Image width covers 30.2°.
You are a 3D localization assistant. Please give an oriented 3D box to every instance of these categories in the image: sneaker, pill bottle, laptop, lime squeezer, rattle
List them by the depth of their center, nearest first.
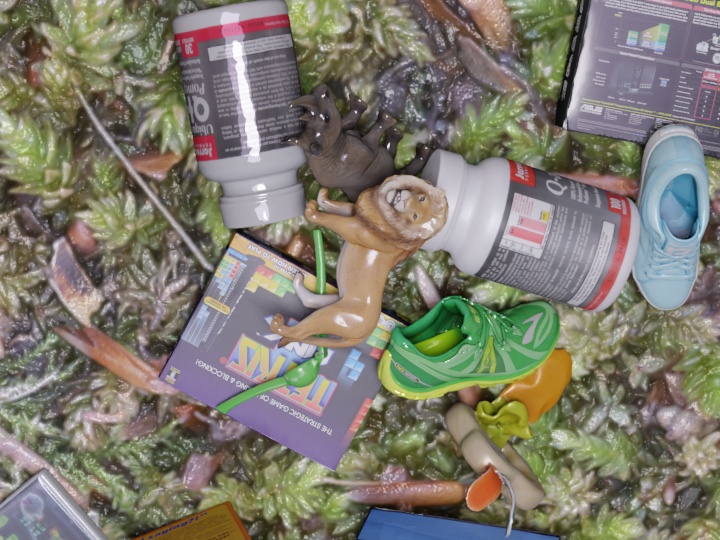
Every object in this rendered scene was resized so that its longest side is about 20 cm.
[{"bbox_3d":[-0.106,-0.146,1.246,0.110,0.111,0.202,-10,99,0],"label":"pill bottle"},{"bbox_3d":[0.159,0.158,1.256,0.142,0.200,0.131,-27,86,5],"label":"rattle"},{"bbox_3d":[0.153,-0.041,1.263,0.199,0.116,0.117,16,98,-9],"label":"pill bottle"},{"bbox_3d":[0.292,-0.033,1.266,0.073,0.082,0.201,-3,125,8],"label":"sneaker"},{"bbox_3d":[-0.059,0.064,1.271,0.070,0.038,0.201,33,99,26],"label":"lime squeezer"},{"bbox_3d":[0.112,0.066,1.276,0.199,0.074,0.084,-16,135,-24],"label":"sneaker"},{"bbox_3d":[0.082,0.325,1.327,0.186,0.116,0.202,9,99,-3],"label":"laptop"}]

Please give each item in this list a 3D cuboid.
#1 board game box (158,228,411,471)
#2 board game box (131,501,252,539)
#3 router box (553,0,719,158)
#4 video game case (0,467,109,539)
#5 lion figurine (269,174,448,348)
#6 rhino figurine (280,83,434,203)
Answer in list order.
[{"bbox_3d":[-0.073,0.077,1.312,0.199,0.057,0.166,28,96,-6],"label":"board game box"},{"bbox_3d":[-0.169,0.370,1.264,0.199,0.200,0.201,-20,100,-11],"label":"board game box"},{"bbox_3d":[0.296,-0.194,1.277,0.198,0.062,0.151,10,100,-4],"label":"router box"},{"bbox_3d":[-0.327,0.332,1.360,0.181,0.023,0.200,-39,98,4],"label":"video game case"},{"bbox_3d":[0.000,0.000,1.207,0.122,0.072,0.201,20,110,9],"label":"lion figurine"},{"bbox_3d":[-0.008,-0.113,1.235,0.060,0.200,0.088,31,91,35],"label":"rhino figurine"}]
